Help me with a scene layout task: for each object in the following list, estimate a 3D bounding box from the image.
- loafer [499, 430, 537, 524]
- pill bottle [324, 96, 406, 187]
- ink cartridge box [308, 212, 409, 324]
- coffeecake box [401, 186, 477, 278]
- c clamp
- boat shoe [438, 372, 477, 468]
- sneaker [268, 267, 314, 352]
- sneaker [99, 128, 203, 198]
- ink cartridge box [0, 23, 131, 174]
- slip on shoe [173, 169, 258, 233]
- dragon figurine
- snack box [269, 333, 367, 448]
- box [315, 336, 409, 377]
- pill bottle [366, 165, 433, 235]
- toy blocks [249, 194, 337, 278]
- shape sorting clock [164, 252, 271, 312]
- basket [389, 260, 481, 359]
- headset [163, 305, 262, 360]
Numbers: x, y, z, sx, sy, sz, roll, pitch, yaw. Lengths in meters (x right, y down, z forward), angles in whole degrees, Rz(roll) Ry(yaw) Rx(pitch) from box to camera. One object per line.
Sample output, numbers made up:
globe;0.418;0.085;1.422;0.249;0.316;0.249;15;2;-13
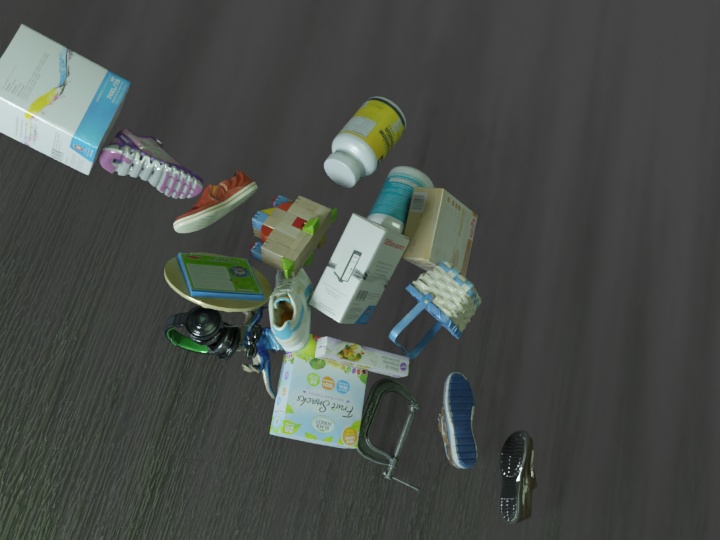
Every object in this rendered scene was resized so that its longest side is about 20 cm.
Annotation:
loafer;0.353;0.458;1.608;0.071;0.073;0.201;20;74;-33
pill bottle;0.007;-0.277;1.580;0.112;0.112;0.200;42;63;-12
ink cartridge box;0.000;0.000;1.439;0.084;0.146;0.201;29;96;22
coffeecake box;0.173;-0.076;1.567;0.200;0.073;0.155;24;77;-57
c clamp;0.070;0.335;1.514;0.170;0.027;0.201;23;69;-15
boat shoe;0.198;0.321;1.552;0.072;0.072;0.202;8;69;-24
sneaker;-0.137;0.054;1.407;0.076;0.081;0.201;-16;49;10
sneaker;-0.390;-0.209;1.384;0.199;0.080;0.089;23;50;-24
ink cartridge box;-0.539;-0.297;1.283;0.199;0.147;0.147;27;67;-20
slip on shoe;-0.289;-0.134;1.417;0.061;0.074;0.200;50;56;0
dragon figurine;-0.189;0.146;1.404;0.099;0.059;0.201;-38;96;-29
snack box;-0.076;0.238;1.434;0.168;0.068;0.201;16;72;-25
box;0.005;0.173;1.435;0.199;0.041;0.039;18;70;-29
pill bottle;0.078;-0.120;1.578;0.110;0.111;0.201;34;64;-16
toy blocks;-0.152;-0.081;1.446;0.136;0.100;0.201;23;57;14
shape sorting clock;-0.264;0.021;1.346;0.199;0.039;0.200;17;28;-9
basket;0.150;0.091;1.509;0.139;0.176;0.200;38;84;24
headset;-0.263;0.124;1.295;0.124;0.199;0.095;50;39;-49
